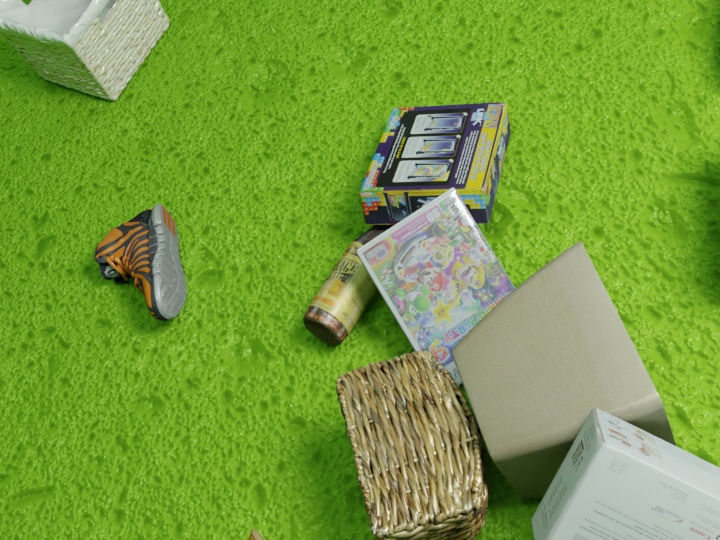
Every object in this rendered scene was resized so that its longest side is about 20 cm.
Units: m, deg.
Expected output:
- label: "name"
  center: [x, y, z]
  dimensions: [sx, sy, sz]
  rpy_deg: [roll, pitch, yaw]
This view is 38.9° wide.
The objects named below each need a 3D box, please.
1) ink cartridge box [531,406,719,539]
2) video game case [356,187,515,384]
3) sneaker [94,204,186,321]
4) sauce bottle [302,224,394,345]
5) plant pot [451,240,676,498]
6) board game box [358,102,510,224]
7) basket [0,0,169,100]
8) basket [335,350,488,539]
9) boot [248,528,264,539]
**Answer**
- label: "ink cartridge box"
  center: [0.265, 0.255, 0.938]
  dimensions: [0.197, 0.084, 0.178]
  rpy_deg: [26, 107, -1]
- label: "video game case"
  center: [0.104, 0.025, 1.220]
  dimensions: [0.142, 0.018, 0.202]
  rpy_deg: [-32, 90, -3]
- label: "sneaker"
  center: [-0.307, 0.005, 1.418]
  dimensions: [0.110, 0.078, 0.202]
  rpy_deg: [-23, 44, 9]
- label: "sauce bottle"
  center: [0.000, 0.000, 1.312]
  dimensions: [0.065, 0.066, 0.202]
  rpy_deg: [19, 63, 28]
- label: "plant pot"
  center: [0.210, 0.131, 1.083]
  dimensions: [0.175, 0.200, 0.202]
  rpy_deg: [-26, 54, 8]
- label: "board game box"
  center: [0.101, -0.141, 1.334]
  dimensions: [0.162, 0.057, 0.202]
  rpy_deg: [1, 41, 18]
- label: "basket"
  center: [-0.455, -0.412, 1.666]
  dimensions: [0.197, 0.162, 0.200]
  rpy_deg: [19, 67, 27]
- label: "basket"
  center: [0.066, 0.210, 1.117]
  dimensions: [0.140, 0.150, 0.202]
  rpy_deg: [-17, 53, 0]
- label: "boot"
  center: [-0.133, 0.399, 1.105]
  dimensions: [0.142, 0.071, 0.203]
  rpy_deg: [-26, 60, -2]
